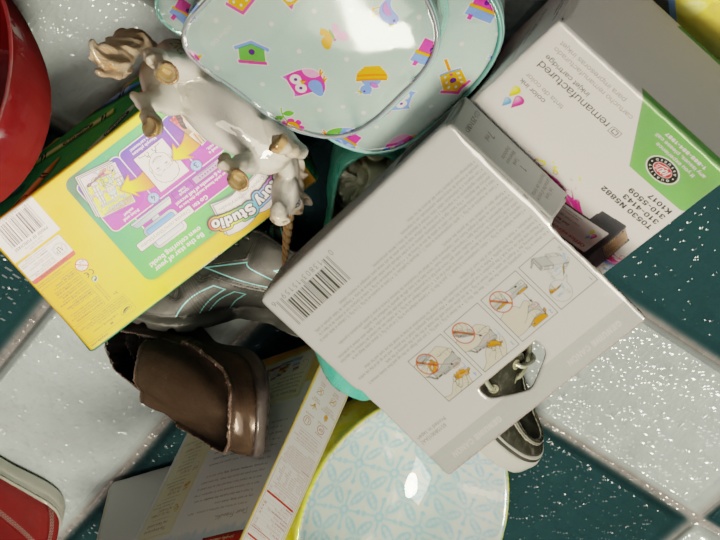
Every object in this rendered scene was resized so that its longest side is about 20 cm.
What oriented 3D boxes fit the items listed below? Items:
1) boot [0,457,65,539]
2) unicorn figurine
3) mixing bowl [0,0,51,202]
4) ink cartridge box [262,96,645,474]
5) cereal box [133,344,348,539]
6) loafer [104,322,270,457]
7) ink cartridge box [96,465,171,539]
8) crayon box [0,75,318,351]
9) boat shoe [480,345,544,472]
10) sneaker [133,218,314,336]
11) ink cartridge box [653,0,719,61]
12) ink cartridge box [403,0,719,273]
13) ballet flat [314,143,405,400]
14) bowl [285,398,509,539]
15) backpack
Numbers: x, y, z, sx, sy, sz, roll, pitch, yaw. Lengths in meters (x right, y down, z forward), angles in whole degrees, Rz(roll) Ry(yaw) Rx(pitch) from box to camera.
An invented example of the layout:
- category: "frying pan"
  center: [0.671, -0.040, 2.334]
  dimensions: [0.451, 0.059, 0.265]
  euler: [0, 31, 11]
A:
- category: "boot"
  center: [-0.331, 0.193, 1.730]
  dimensions: [0.199, 0.145, 0.072]
  euler: [28, 128, -12]
- category: "unicorn figurine"
  center: [-0.082, -0.087, 1.429]
  dimensions: [0.074, 0.137, 0.200]
  euler: [-36, 99, 8]
- category: "mixing bowl"
  center: [-0.277, -0.109, 1.481]
  dimensions: [0.199, 0.201, 0.108]
  euler: [-22, 158, 23]
- category: "ink cartridge box"
  center: [0.061, 0.013, 1.446]
  dimensions: [0.173, 0.044, 0.200]
  euler: [43, 125, -8]
- category: "cereal box"
  center: [-0.088, 0.148, 1.602]
  dimensions: [0.040, 0.201, 0.144]
  euler: [42, 143, -25]
- category: "loafer"
  center: [-0.124, 0.083, 1.583]
  dimensions: [0.071, 0.200, 0.073]
  euler: [-4, 104, -28]
- category: "ink cartridge box"
  center: [-0.096, 0.245, 1.775]
  dimensions: [0.144, 0.084, 0.200]
  euler: [-17, 124, 19]
- category: "crayon box"
  center: [-0.143, -0.054, 1.522]
  dimensions: [0.200, 0.058, 0.119]
  euler: [-37, 116, 6]
- category: "boat shoe"
  center: [0.089, 0.063, 1.616]
  dimensions: [0.063, 0.071, 0.200]
  euler: [-22, 120, 24]
- category: "sneaker"
  center: [-0.089, -0.002, 1.602]
  dimensions: [0.199, 0.075, 0.080]
  euler: [2, 114, -1]
- category: "ink cartridge box"
  center: [0.229, -0.153, 1.445]
  dimensions: [0.196, 0.047, 0.201]
  euler: [-4, 126, 12]
- category: "ink cartridge box"
  center: [0.134, -0.080, 1.439]
  dimensions: [0.145, 0.084, 0.200]
  euler: [41, 137, -8]
- category: "ballet flat"
  center: [0.000, 0.000, 1.534]
  dimensions: [0.067, 0.070, 0.201]
  euler: [2, 105, -3]
- category: "bowl"
  center: [0.002, 0.173, 1.676]
  dimensions: [0.107, 0.200, 0.201]
  euler: [20, 145, 50]
- category: "backpack"
  center: [-0.007, -0.170, 1.400]
  dimensions: [0.200, 0.154, 0.176]
  euler: [31, 121, -24]
